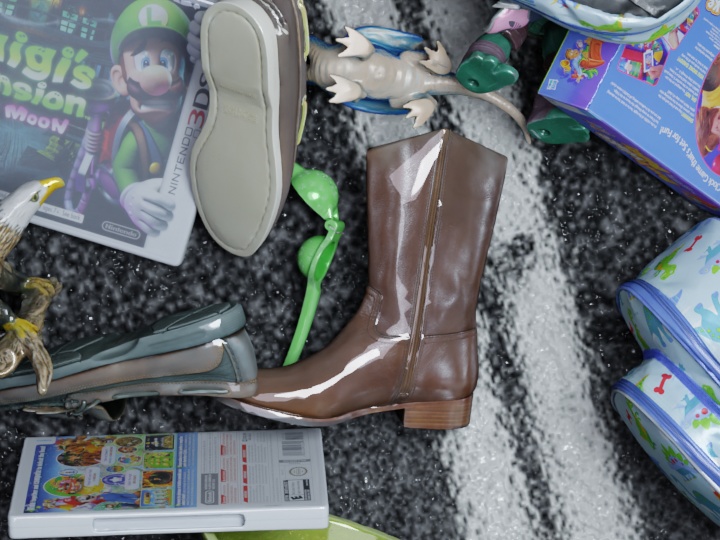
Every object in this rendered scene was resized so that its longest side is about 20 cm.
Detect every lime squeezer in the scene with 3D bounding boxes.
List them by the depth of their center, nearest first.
[{"bbox_3d":[-0.045,-0.023,1.728,0.070,0.038,0.201,-12,90,-2],"label":"lime squeezer"}]

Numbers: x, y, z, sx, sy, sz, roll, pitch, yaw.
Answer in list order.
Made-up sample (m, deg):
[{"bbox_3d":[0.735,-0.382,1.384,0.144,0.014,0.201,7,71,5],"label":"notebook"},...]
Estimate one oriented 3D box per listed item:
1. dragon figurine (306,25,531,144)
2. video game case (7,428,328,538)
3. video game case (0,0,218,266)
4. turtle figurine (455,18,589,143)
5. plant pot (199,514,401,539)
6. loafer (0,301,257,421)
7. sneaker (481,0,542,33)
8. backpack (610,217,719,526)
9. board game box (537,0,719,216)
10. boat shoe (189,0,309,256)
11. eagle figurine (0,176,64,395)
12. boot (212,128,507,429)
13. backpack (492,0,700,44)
[{"bbox_3d":[0.015,-0.131,1.718,0.199,0.099,0.059,8,98,-15],"label":"dragon figurine"},{"bbox_3d":[-0.122,0.136,1.670,0.199,0.143,0.018,-1,107,-2],"label":"video game case"},{"bbox_3d":[-0.190,-0.115,1.706,0.199,0.023,0.182,17,105,-1],"label":"video game case"},{"bbox_3d":[0.137,-0.190,1.703,0.149,0.101,0.200,25,66,-6],"label":"turtle figurine"},{"bbox_3d":[-0.036,0.274,1.662,0.199,0.200,0.191,18,101,-2],"label":"plant pot"},{"bbox_3d":[-0.158,0.074,1.678,0.199,0.072,0.063,-15,100,26],"label":"loafer"},{"bbox_3d":[0.058,-0.239,1.611,0.082,0.070,0.200,-37,87,-21],"label":"sneaker"},{"bbox_3d":[0.246,0.074,1.666,0.147,0.183,0.200,-37,85,-4],"label":"backpack"},{"bbox_3d":[0.214,-0.130,1.675,0.200,0.045,0.135,30,86,-45],"label":"board game box"},{"bbox_3d":[-0.067,-0.099,1.667,0.072,0.201,0.060,24,43,24],"label":"boat shoe"},{"bbox_3d":[-0.262,-0.033,1.651,0.151,0.152,0.200,-49,120,-21],"label":"eagle figurine"},{"bbox_3d":[0.000,0.000,1.695,0.186,0.064,0.201,2,103,-19],"label":"boot"},{"bbox_3d":[0.123,-0.220,1.532,0.200,0.154,0.163,26,79,15],"label":"backpack"}]
